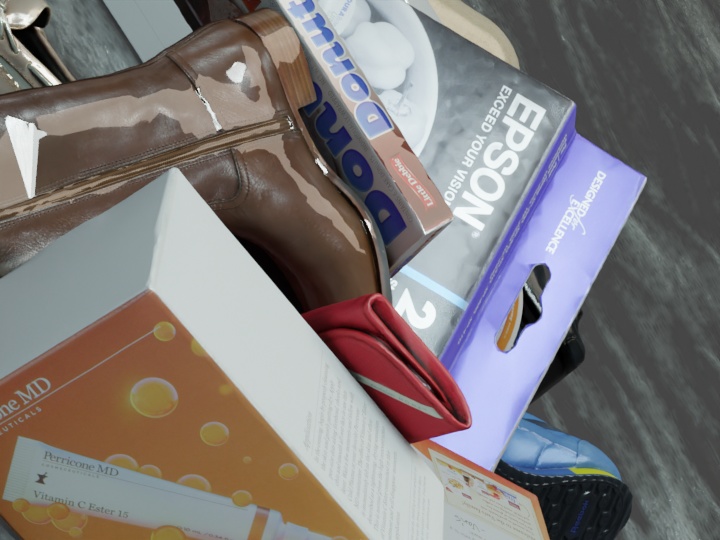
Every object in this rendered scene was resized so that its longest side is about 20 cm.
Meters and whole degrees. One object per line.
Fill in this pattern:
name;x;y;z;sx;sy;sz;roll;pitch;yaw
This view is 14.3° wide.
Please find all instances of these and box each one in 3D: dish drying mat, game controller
dish drying mat;-0.028;0.058;1.303;0.077;0.200;0.018;48;58;-15
game controller;0.090;0.028;1.771;0.104;0.042;0.200;49;-12;4

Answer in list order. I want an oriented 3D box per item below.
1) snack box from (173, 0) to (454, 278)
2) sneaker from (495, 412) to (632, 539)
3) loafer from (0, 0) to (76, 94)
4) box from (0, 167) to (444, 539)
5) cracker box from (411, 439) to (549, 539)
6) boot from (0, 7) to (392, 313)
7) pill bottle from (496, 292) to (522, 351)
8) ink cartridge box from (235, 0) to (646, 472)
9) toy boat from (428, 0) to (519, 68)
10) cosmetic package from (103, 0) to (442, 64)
snack box;-0.030;-0.090;1.387;0.024;0.072;0.201;-26;80;-37
sneaker;0.060;0.106;1.605;0.199;0.066;0.078;16;21;-36
loafer;-0.159;-0.101;1.372;0.201;0.063;0.072;57;17;-5
box;-0.070;0.080;1.210;0.200;0.124;0.098;50;22;-24
cracker box;0.035;0.159;1.333;0.134;0.058;0.200;30;25;-27
boot;-0.092;-0.011;1.318;0.199;0.064;0.187;-25;94;-37
pill bottle;0.000;0.000;1.562;0.200;0.112;0.113;27;35;-58
ink cartridge box;0.024;-0.021;1.441;0.199;0.199;0.043;30;-17;-4
toy boat;-0.011;-0.117;1.738;0.199;0.131;0.131;32;67;-18
cosmetic package;-0.048;-0.142;1.604;0.201;0.150;0.052;58;16;-4
